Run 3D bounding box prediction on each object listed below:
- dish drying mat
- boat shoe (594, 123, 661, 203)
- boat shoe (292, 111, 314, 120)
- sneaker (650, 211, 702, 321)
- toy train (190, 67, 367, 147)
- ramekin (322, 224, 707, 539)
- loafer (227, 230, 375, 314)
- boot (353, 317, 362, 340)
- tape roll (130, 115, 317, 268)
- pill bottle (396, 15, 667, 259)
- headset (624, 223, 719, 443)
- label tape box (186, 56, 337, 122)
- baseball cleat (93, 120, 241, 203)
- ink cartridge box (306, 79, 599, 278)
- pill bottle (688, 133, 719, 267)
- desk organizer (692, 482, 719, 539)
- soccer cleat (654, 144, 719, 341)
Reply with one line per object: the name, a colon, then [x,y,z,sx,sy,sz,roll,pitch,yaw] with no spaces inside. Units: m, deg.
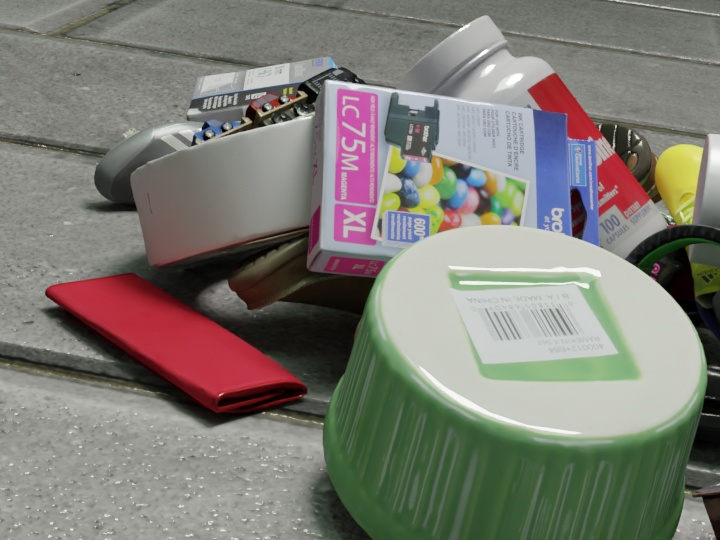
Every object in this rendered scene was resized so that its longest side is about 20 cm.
dish drying mat: [-0.123,0.045,0.946,0.076,0.018,0.199,-10,25,-40]
boat shoe: [0.167,-0.082,1.224,0.199,0.076,0.074,16,-12,46]
boat shoe: [0.000,-0.115,1.224,0.199,0.072,0.062,-5,60,-48]
sneaker: [0.216,-0.008,1.111,0.197,0.078,0.084,11,16,14]
toy train: [-0.071,-0.127,1.214,0.046,0.034,0.199,41,47,19]
ramekin: [0.084,0.064,0.766,0.197,0.099,0.201,7,36,-5]
loafer: [0.000,0.000,1.011,0.198,0.068,0.076,-16,-2,-36]
boot: [0.101,0.056,0.948,0.165,0.073,0.200,27,25,17]
tape roll: [-0.058,-0.058,1.042,0.200,0.072,0.202,-13,0,0]
pill bottle: [0.117,-0.076,1.043,0.201,0.112,0.112,53,30,3]
headset: [0.241,0.057,0.903,0.093,0.124,0.200,6,30,-48]
label tape box: [-0.055,-0.149,1.356,0.197,0.064,0.144,-9,21,0]
baseball cleat: [-0.116,-0.081,1.213,0.198,0.070,0.107,-17,46,-26]
ink cartridge box: [0.067,-0.050,0.937,0.197,0.121,0.042,7,-23,-15]
pill bottle: [0.319,-0.032,0.951,0.197,0.114,0.113,9,20,9]
desk organizer: [0.288,0.122,0.777,0.198,0.078,0.072,-16,-8,-15]
soccer cleat: [0.257,-0.009,1.030,0.083,0.065,0.202,-7,58,-33]
